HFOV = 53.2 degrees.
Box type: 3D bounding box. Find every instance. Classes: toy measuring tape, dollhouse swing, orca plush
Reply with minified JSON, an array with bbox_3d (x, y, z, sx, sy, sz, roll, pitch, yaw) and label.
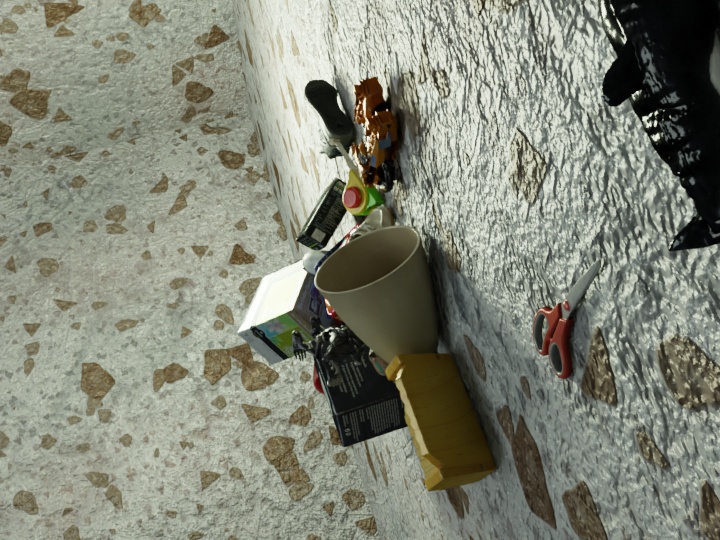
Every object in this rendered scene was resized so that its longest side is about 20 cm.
[{"bbox_3d":[-0.019,-0.170,1.414,0.200,0.073,0.074,56,163,24],"label":"toy measuring tape"},{"bbox_3d":[0.094,0.262,1.166,0.176,0.181,0.200,-40,58,37],"label":"dollhouse swing"},{"bbox_3d":[0.179,-0.107,0.454,0.105,0.071,0.201,-146,42,-75],"label":"orca plush"}]

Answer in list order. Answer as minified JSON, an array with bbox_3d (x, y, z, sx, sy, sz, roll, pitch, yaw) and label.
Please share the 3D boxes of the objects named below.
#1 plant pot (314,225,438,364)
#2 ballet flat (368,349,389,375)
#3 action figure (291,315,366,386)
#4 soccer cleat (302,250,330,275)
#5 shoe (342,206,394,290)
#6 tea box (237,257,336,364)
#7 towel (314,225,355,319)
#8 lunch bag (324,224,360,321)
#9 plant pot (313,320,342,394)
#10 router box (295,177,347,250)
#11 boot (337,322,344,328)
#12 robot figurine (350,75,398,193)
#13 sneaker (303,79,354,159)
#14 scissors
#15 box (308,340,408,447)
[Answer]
[{"bbox_3d":[0.050,0.059,1.197,0.200,0.187,0.187,63,176,-26],"label":"plant pot"},{"bbox_3d":[0.048,0.105,1.380,0.067,0.068,0.200,44,-147,-36],"label":"ballet flat"},{"bbox_3d":[-0.040,0.144,1.333,0.200,0.119,0.102,7,132,54],"label":"action figure"},{"bbox_3d":[-0.048,-0.004,1.709,0.086,0.200,0.070,-3,80,42],"label":"soccer cleat"},{"bbox_3d":[0.009,-0.037,1.300,0.053,0.070,0.200,40,-121,-40],"label":"shoe"},{"bbox_3d":[-0.163,0.093,1.755,0.134,0.197,0.200,46,-140,-26],"label":"tea box"},{"bbox_3d":[-0.037,0.003,1.635,0.200,0.024,0.145,-48,-44,-48],"label":"towel"},{"bbox_3d":[0.000,0.000,1.424,0.176,0.082,0.200,-55,22,19],"label":"lunch bag"},{"bbox_3d":[-0.031,0.194,1.790,0.201,0.200,0.178,90,172,-56],"label":"plant pot"},{"bbox_3d":[-0.081,-0.126,1.674,0.150,0.062,0.200,-61,8,-6],"label":"router box"},{"bbox_3d":[-0.018,0.109,1.609,0.079,0.158,0.211,43,151,49],"label":"boot"},{"bbox_3d":[0.021,-0.219,1.208,0.200,0.058,0.145,94,160,-60],"label":"robot figurine"},{"bbox_3d":[-0.072,-0.316,1.538,0.114,0.076,0.200,100,149,-54],"label":"sneaker"},{"bbox_3d":[0.201,0.035,0.715,0.200,0.014,0.073,84,169,-49],"label":"scissors"},{"bbox_3d":[0.024,0.214,1.421,0.197,0.200,0.118,-115,12,-47],"label":"box"}]
